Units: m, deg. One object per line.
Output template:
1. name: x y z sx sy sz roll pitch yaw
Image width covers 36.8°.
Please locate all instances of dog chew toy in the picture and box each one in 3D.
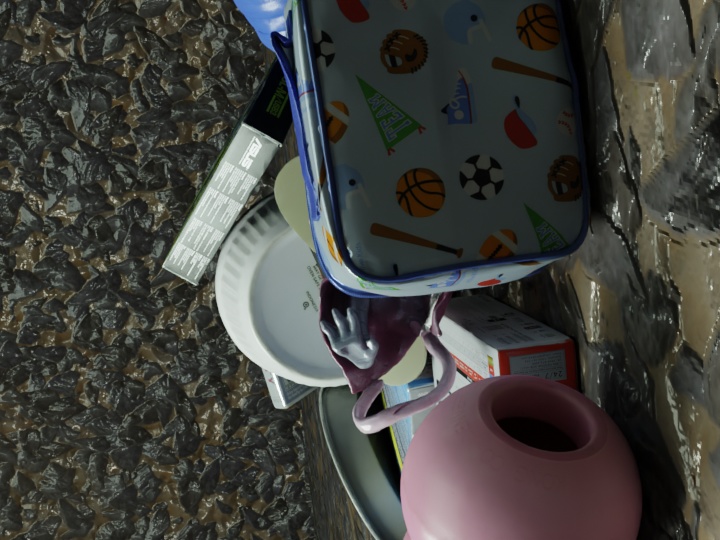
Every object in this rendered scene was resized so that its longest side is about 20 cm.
1. dog chew toy: 0.075 0.156 0.584 0.125 0.124 0.201 -109 24 -56

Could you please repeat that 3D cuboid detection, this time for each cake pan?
1. cake pan: 0.025 0.192 1.065 0.201 0.037 0.200 57 -169 -18

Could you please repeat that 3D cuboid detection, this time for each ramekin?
1. ramekin: -0.036 0.019 1.034 0.094 0.201 0.204 -138 41 -75

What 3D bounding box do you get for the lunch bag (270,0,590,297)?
1. lunch bag: 0.035 -0.089 0.590 0.076 0.159 0.201 135 127 -79

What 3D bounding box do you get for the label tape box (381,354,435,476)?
1. label tape box: 0.059 0.117 0.950 0.144 0.066 0.201 -106 7 -49

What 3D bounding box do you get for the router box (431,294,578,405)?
1. router box: 0.096 0.119 0.736 0.200 0.049 0.181 -142 46 -79

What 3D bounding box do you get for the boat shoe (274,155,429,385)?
1. boat shoe: 0.002 -0.002 0.857 0.202 0.074 0.063 61 -162 19

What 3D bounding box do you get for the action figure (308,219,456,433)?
1. action figure: 0.046 0.003 0.724 0.200 0.133 0.150 -22 -89 -76

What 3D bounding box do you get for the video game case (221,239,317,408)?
1. video game case: -0.046 0.022 1.153 0.023 0.200 0.183 -5 107 42

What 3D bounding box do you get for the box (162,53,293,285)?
1. box: -0.114 -0.114 1.067 0.200 0.047 0.194 -53 15 37

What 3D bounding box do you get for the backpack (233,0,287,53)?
1. backpack: -0.040 -0.285 0.988 0.168 0.162 0.200 53 -169 -35
